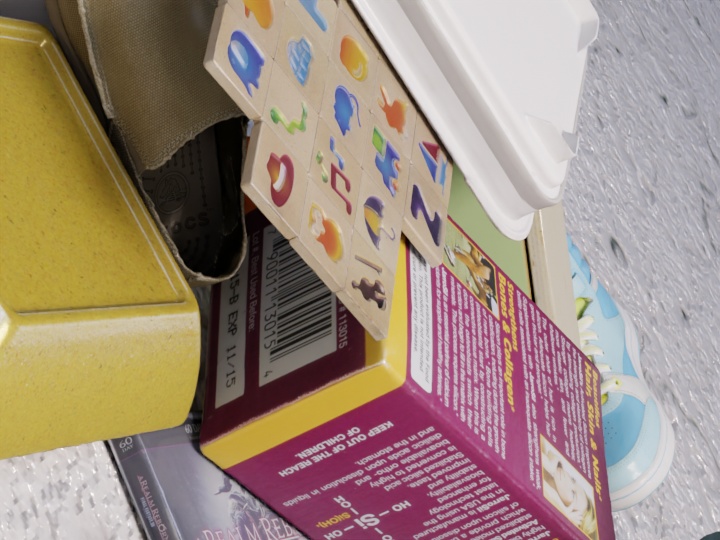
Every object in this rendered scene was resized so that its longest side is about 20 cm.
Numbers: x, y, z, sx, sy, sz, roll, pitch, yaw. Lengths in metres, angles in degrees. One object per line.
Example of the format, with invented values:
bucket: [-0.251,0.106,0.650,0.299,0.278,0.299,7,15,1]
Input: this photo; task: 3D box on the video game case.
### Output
video game case: [-0.031,0.154,0.864,0.143,0.019,0.201,2,63,-65]

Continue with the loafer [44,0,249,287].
loafer: [-0.080,-0.080,0.854,0.076,0.067,0.201,-30,124,-31]

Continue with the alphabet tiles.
alphabet tiles: [-0.007,-0.076,0.839,0.167,0.008,0.201,49,35,-37]

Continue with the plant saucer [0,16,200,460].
plant saucer: [-0.143,-0.030,0.772,0.201,0.048,0.200,61,21,11]

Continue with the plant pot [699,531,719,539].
plant pot: [0.166,0.242,0.921,0.197,0.199,0.196,63,-22,6]

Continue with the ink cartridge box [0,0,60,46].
ink cartridge box: [-0.136,-0.169,0.927,0.200,0.083,0.146,42,30,-41]

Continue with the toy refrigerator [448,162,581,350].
toy refrigerator: [0.071,0.016,1.056,0.070,0.075,0.202,-46,130,-69]

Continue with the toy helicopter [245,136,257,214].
toy helicopter: [0.000,0.000,1.072,0.132,0.078,0.201,-52,123,-76]

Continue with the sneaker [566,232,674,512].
sneaker: [0.127,0.053,1.255,0.131,0.079,0.201,51,14,-29]

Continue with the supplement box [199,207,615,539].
supplement box: [0.026,0.063,0.926,0.200,0.103,0.132,44,31,-36]

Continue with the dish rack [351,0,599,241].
dish rack: [0.055,-0.134,0.936,0.200,0.043,0.172,54,33,-29]
